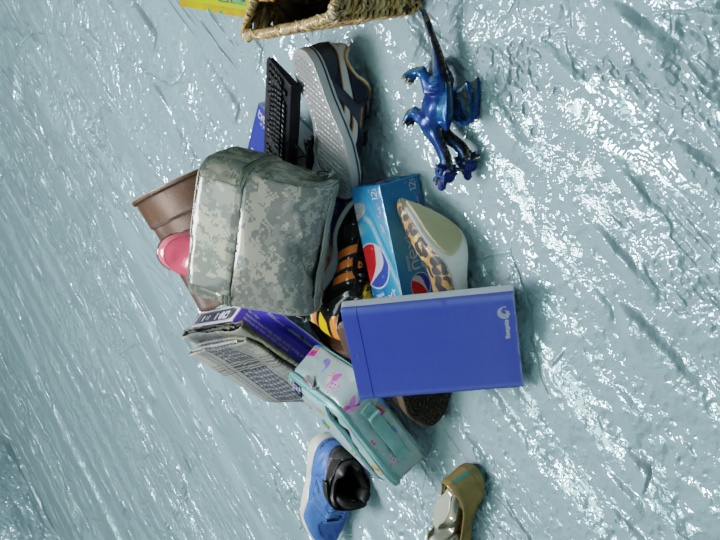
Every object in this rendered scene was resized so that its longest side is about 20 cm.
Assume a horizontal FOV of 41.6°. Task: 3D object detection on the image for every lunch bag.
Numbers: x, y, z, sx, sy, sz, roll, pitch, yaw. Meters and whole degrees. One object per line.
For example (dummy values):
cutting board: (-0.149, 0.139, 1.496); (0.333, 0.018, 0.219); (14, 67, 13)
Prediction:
lunch bag: (-0.007, 0.199, 1.295); (0.200, 0.077, 0.160); (54, 168, -33)
lunch bag: (-0.119, -0.045, 1.219); (0.167, 0.139, 0.201); (15, 108, 14)

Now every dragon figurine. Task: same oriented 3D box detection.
dragon figurine: (0.099, -0.194, 1.077); (0.099, 0.059, 0.201); (34, 130, 41)

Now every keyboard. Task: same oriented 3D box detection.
keyboard: (-0.098, -0.174, 1.274); (0.127, 0.021, 0.201); (48, 150, 30)

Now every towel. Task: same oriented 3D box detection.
towel: (-0.160, 0.145, 1.424); (0.200, 0.035, 0.192); (40, 152, -26)

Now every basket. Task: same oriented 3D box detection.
basket: (-0.047, -0.359, 1.124); (0.199, 0.148, 0.144); (9, 112, 52)

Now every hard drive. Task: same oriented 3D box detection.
hard drive: (0.086, 0.087, 1.115); (0.199, 0.025, 0.133); (-6, 120, 10)

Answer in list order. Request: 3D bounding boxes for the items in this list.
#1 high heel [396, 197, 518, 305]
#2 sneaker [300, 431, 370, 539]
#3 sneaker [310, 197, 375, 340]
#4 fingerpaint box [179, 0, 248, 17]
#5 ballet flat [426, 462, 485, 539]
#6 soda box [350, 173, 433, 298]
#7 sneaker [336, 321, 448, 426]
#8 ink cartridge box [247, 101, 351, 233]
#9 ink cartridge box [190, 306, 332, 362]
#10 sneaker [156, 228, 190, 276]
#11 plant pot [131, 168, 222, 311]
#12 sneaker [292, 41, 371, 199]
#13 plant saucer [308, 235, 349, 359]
high heel: (0.088, 0.018, 1.169); (0.200, 0.071, 0.143); (48, 133, 16)
sneaker: (-0.037, 0.365, 1.486); (0.111, 0.076, 0.201); (32, 123, 54)
sneaker: (0.000, 0.000, 1.255); (0.090, 0.070, 0.201); (38, 112, 43)
fingerpaint box: (-0.182, -0.450, 1.330); (0.200, 0.073, 0.168); (23, 124, 46)
ballet flat: (0.117, 0.343, 1.282); (0.069, 0.063, 0.201); (37, 132, 39)
soda box: (0.050, -0.017, 1.212); (0.064, 0.068, 0.201); (-1, 104, 53)
sneaker: (0.044, 0.125, 1.230); (0.200, 0.070, 0.075); (50, 168, -35)
ink cartridge box: (-0.087, -0.149, 1.358); (0.200, 0.044, 0.094); (48, 136, 30)
ink cartridge box: (-0.135, 0.120, 1.446); (0.198, 0.044, 0.200); (39, 152, -24)
sneaker: (-0.191, -0.009, 1.346); (0.087, 0.199, 0.074); (-124, 50, -78)
plant pot: (-0.221, -0.055, 1.465); (0.200, 0.200, 0.199); (-18, 97, 54)
sneaker: (-0.020, -0.196, 1.223); (0.078, 0.079, 0.201); (10, 120, 53)
plant saucer: (-0.034, 0.042, 1.379); (0.200, 0.037, 0.202); (25, 124, 45)
